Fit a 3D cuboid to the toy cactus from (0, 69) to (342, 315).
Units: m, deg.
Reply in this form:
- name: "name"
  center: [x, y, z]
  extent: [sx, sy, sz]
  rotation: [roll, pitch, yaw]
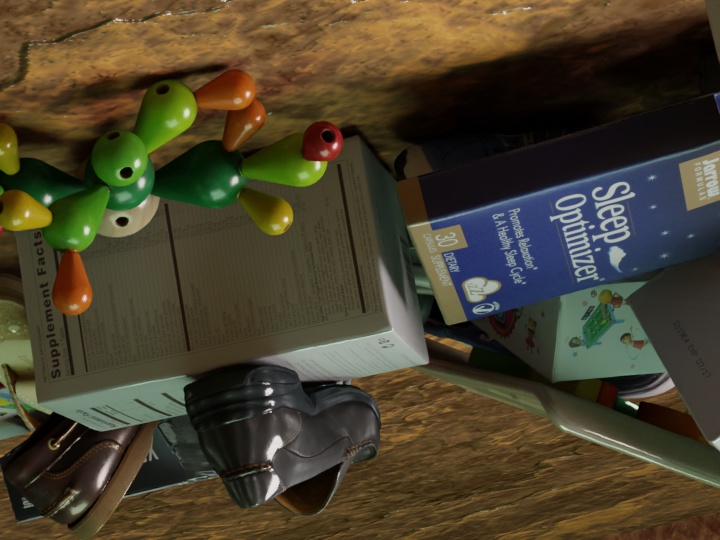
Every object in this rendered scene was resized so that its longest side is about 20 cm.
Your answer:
- name: "toy cactus"
  center: [-0.114, -0.036, 1.166]
  extent: [0.199, 0.103, 0.165]
  rotation: [-17, 177, -10]

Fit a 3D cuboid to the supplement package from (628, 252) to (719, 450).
- name: "supplement package"
  center: [0.259, 0.063, 1.328]
  extent: [0.109, 0.114, 0.200]
  rotation: [-37, 140, 13]

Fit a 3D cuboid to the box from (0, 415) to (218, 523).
- name: "box"
  center: [-0.149, 0.116, 1.672]
  extent: [0.157, 0.050, 0.200]
  rotation: [-14, -174, 11]

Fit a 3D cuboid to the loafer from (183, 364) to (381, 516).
- name: "loafer"
  center: [-0.038, 0.101, 1.299]
  extent: [0.073, 0.072, 0.200]
  rotation: [-17, 167, 21]

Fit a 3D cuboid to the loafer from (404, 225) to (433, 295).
- name: "loafer"
  center: [0.000, 0.000, 1.381]
  extent: [0.199, 0.070, 0.070]
  rotation: [-6, 173, 17]

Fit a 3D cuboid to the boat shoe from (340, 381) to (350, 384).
- name: "boat shoe"
  center: [-0.048, 0.077, 1.611]
  extent: [0.071, 0.070, 0.201]
  rotation: [-25, -172, 18]

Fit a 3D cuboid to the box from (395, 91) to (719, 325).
- name: "box"
  center: [0.127, -0.033, 1.217]
  extent: [0.199, 0.032, 0.121]
  rotation: [-17, 151, 5]

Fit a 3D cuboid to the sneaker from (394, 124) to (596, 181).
- name: "sneaker"
  center: [0.096, -0.053, 1.305]
  extent: [0.200, 0.076, 0.077]
  rotation: [2, 143, -49]

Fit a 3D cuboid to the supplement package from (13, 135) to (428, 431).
- name: "supplement package"
  center: [-0.076, 0.010, 1.301]
  extent: [0.199, 0.114, 0.110]
  rotation: [-12, 166, 10]

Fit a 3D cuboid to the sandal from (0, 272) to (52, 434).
- name: "sandal"
  center: [-0.193, 0.080, 1.456]
  extent: [0.077, 0.070, 0.212]
  rotation: [-15, 148, 15]

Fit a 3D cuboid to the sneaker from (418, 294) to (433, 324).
- name: "sneaker"
  center: [-0.015, 0.020, 1.517]
  extent: [0.087, 0.074, 0.200]
  rotation: [-11, 177, -44]

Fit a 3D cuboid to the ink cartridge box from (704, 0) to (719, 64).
- name: "ink cartridge box"
  center: [0.261, -0.143, 1.009]
  extent: [0.199, 0.084, 0.145]
  rotation: [-9, 166, -9]

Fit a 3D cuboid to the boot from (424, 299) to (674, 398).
- name: "boot"
  center: [0.116, 0.038, 1.541]
  extent: [0.200, 0.073, 0.090]
  rotation: [10, -178, 45]

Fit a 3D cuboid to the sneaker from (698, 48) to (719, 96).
- name: "sneaker"
  center: [0.248, -0.093, 1.251]
  extent: [0.104, 0.060, 0.200]
  rotation: [-12, 164, 24]

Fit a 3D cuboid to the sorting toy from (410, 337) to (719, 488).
- name: "sorting toy"
  center: [0.142, 0.085, 1.468]
  extent: [0.185, 0.037, 0.200]
  rotation: [21, 179, -28]

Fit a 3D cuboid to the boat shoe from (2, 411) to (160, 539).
- name: "boat shoe"
  center: [-0.142, 0.065, 1.408]
  extent: [0.070, 0.200, 0.070]
  rotation: [38, 141, -10]

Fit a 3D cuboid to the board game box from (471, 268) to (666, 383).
- name: "board game box"
  center: [0.175, 0.008, 1.447]
  extent: [0.199, 0.064, 0.148]
  rotation: [-3, -161, -23]

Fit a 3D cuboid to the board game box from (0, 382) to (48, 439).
- name: "board game box"
  center: [-0.224, 0.074, 1.590]
  extent: [0.199, 0.040, 0.153]
  rotation: [-14, 166, 13]
